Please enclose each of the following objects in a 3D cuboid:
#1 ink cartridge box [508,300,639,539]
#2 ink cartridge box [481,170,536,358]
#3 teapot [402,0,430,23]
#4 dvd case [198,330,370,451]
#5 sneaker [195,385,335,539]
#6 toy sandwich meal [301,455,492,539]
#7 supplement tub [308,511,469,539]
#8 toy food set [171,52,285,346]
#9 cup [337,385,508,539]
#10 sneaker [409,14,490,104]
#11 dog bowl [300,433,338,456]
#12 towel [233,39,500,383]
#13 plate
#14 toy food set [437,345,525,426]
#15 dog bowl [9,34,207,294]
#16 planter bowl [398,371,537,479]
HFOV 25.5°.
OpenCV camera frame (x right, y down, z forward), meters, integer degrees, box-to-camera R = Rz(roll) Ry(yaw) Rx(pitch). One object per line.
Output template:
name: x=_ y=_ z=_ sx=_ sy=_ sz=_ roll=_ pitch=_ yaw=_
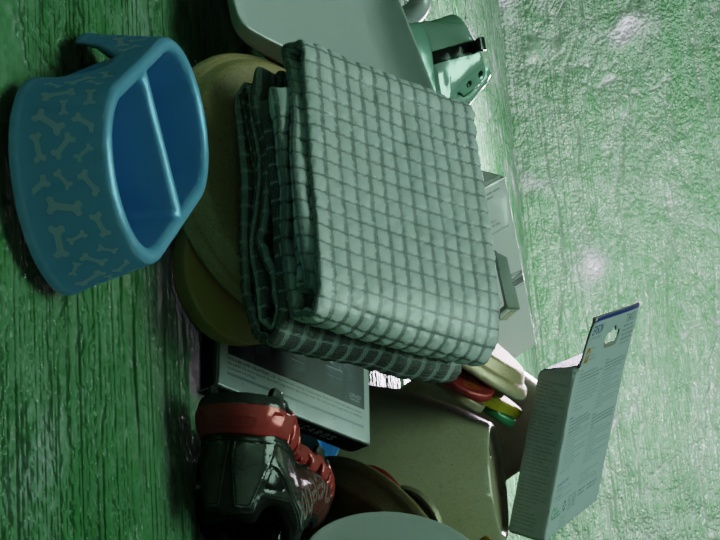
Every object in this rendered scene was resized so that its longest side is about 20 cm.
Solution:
ink cartridge box: x=0.195 y=0.127 z=1.441 sx=0.199 sy=0.040 sz=0.202 roll=-6 pitch=109 yaw=-68
ink cartridge box: x=0.095 y=-0.006 z=1.690 sx=0.084 sy=0.145 sz=0.202 roll=-28 pitch=118 yaw=-30
teapot: x=0.025 y=-0.116 z=1.445 sx=0.201 sy=0.144 sz=0.199 roll=71 pitch=16 yaw=-47
dvd case: x=-0.051 y=0.013 z=1.123 sx=0.150 sy=0.025 sz=0.202 roll=26 pitch=53 yaw=-41
sneaker: x=-0.063 y=0.149 z=1.034 sx=0.201 sy=0.070 sz=0.099 roll=66 pitch=27 yaw=-65
toy sandwich meal: x=0.025 y=0.217 z=1.167 sx=0.070 sy=0.204 sz=0.207 roll=-29 pitch=116 yaw=-36
supplement tub: x=0.014 y=0.274 z=1.036 sx=0.145 sy=0.143 sz=0.202 roll=-73 pitch=169 yaw=-64
toy food set: x=-0.061 y=-0.050 z=1.081 sx=0.197 sy=0.048 sz=0.202 roll=-8 pitch=79 yaw=-51
cup: x=0.050 y=0.190 z=1.375 sx=0.200 sy=0.142 sz=0.203 roll=-8 pitch=90 yaw=-78
sneaker: x=0.073 y=-0.115 z=1.350 sx=0.074 sy=0.117 sz=0.202 roll=18 pitch=-53 yaw=59
dog bowl: x=-0.051 y=0.046 z=1.206 sx=0.112 sy=0.049 sz=0.202 roll=61 pitch=25 yaw=-61
towel: x=0.000 y=-0.034 z=1.038 sx=0.164 sy=0.085 sz=0.202 roll=15 pitch=57 yaw=-37
plate: x=-0.035 y=-0.193 z=1.192 sx=0.198 sy=0.032 sz=0.201 roll=23 pitch=34 yaw=-35
toy food set: x=0.057 y=0.055 z=1.345 sx=0.198 sy=0.049 sz=0.199 roll=40 pitch=6 yaw=39
dog bowl: x=-0.129 y=-0.064 z=0.859 sx=0.200 sy=0.049 sz=0.113 roll=-69 pitch=149 yaw=-66
planter bowl: x=0.101 y=0.159 z=1.596 sx=0.135 sy=0.199 sz=0.200 roll=56 pitch=8 yaw=9
